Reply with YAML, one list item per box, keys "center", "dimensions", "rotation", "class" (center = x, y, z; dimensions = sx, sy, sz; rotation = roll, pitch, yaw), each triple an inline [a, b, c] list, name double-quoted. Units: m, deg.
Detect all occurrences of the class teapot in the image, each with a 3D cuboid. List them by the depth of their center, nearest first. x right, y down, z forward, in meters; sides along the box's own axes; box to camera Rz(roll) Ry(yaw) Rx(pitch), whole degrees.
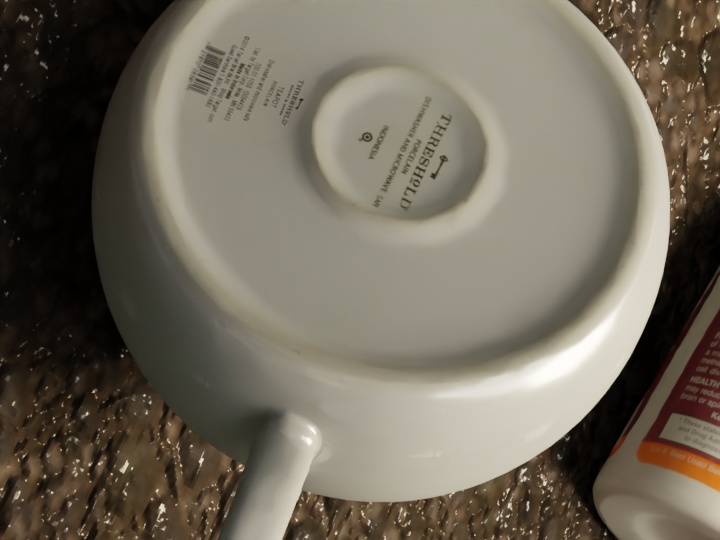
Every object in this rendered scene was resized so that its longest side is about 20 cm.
- center: [0.000, 0.000, 0.668]
  dimensions: [0.198, 0.199, 0.146]
  rotation: [-19, 156, -20]
  class: "teapot"

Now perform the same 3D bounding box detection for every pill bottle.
- center: [0.201, 0.049, 0.930]
  dimensions: [0.201, 0.114, 0.114]
  rotation: [-56, 136, -19]
  class: "pill bottle"
